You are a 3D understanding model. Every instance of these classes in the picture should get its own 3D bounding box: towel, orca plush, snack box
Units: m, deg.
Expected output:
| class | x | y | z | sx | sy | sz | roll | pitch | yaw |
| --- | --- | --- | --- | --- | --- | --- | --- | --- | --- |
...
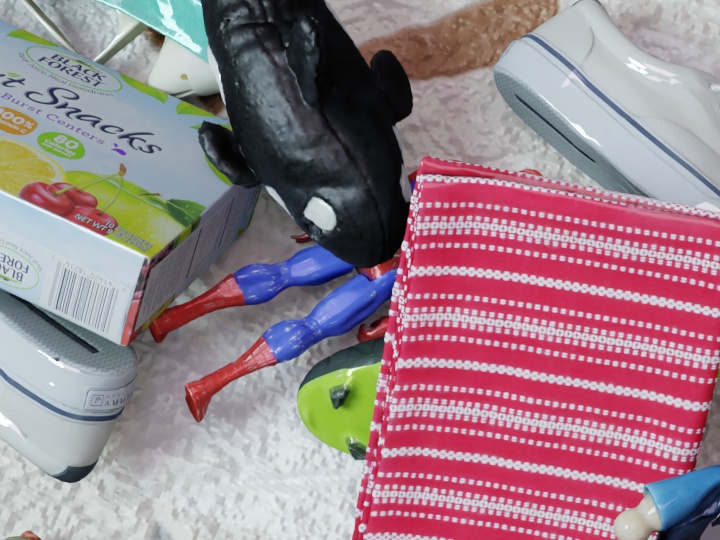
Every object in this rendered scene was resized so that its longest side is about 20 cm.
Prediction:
| class | x | y | z | sx | sy | sz | roll | pitch | yaw |
| --- | --- | --- | --- | --- | --- | --- | --- | --- | --- |
| towel | 0.077 | 0.058 | 0.968 | 0.144 | 0.023 | 0.201 | 11 | 113 | 4 |
| orca plush | -0.020 | -0.104 | 1.004 | 0.104 | 0.071 | 0.201 | -4 | 74 | -19 |
| snack box | -0.157 | -0.053 | 1.026 | 0.199 | 0.053 | 0.142 | 24 | 29 | 10 |

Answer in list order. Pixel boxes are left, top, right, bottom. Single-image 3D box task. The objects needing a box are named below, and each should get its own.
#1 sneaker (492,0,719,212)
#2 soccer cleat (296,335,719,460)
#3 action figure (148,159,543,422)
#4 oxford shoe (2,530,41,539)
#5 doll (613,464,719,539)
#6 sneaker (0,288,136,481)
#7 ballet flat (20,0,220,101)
| class | x | y | z | sx | sy | sz | roll | pitch | yaw |
| --- | --- | --- | --- | --- | --- | --- | --- | --- | --- |
| sneaker | 0.152 | -0.054 | 1.041 | 0.071 | 0.073 | 0.200 | -43 | 74 | -8 |
| soccer cleat | 0.070 | 0.041 | 1.022 | 0.199 | 0.068 | 0.081 | -11 | 31 | 13 |
| action figure | 0.000 | 0.000 | 1.043 | 0.199 | 0.052 | 0.066 | -26 | 77 | -11 |
| oxford shoe | -0.131 | 0.144 | 0.989 | 0.199 | 0.071 | 0.075 | -13 | 65 | -3 |
| doll | 0.160 | 0.148 | 0.963 | 0.136 | 0.048 | 0.201 | 29 | 83 | -21 |
| sneaker | -0.189 | 0.025 | 1.025 | 0.200 | 0.073 | 0.071 | 36 | 116 | 28 |
| ballet flat | -0.101 | -0.122 | 1.089 | 0.199 | 0.067 | 0.071 | 28 | 99 | 12 |
